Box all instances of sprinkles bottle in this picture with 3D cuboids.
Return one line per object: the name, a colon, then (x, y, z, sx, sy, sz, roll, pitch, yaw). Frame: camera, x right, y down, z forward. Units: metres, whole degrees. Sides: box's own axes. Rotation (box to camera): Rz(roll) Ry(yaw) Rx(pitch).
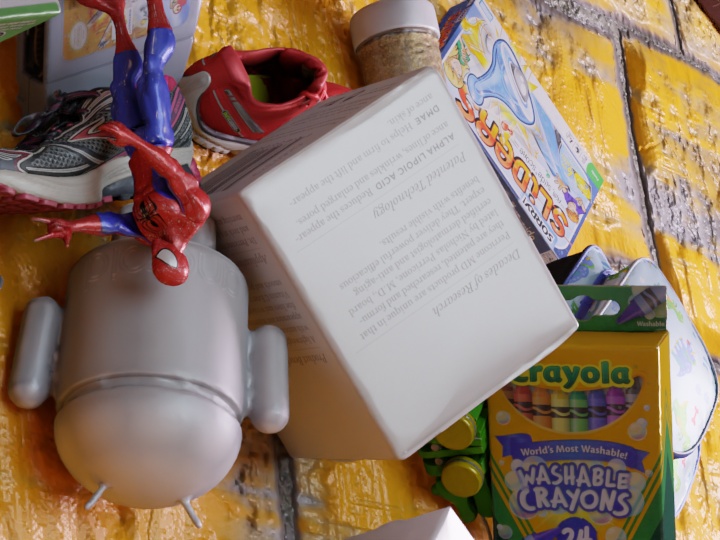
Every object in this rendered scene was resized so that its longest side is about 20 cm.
sprinkles bottle: (0.041, -0.107, 1.709, 0.068, 0.068, 0.200, 9, 65, -51)

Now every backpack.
backpack: (0.186, 0.101, 1.717, 0.200, 0.147, 0.183, 59, 38, -17)

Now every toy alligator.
toy alligator: (0.069, 0.141, 1.620, 0.059, 0.054, 0.200, -61, 147, -54)

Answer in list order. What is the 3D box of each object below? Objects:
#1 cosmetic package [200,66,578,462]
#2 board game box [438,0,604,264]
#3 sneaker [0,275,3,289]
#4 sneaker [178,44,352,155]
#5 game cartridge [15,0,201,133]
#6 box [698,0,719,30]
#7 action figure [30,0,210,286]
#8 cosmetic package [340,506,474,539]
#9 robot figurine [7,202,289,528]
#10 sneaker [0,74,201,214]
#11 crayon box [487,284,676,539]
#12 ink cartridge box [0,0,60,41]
cosmetic package: (0.000, 0.000, 1.464, 0.165, 0.165, 0.200, -35, 102, -24)
board game box: (0.119, -0.112, 1.842, 0.200, 0.034, 0.135, 54, 37, -19)
sneaker: (-0.246, -0.001, 1.229, 0.104, 0.060, 0.200, -5, 109, -34)
sneaker: (-0.047, -0.117, 1.574, 0.200, 0.085, 0.077, 2, 60, -53)
game cartridge: (-0.154, -0.192, 1.405, 0.133, 0.042, 0.200, -21, 131, -37)
box: (0.395, -0.375, 2.239, 0.200, 0.164, 0.166, 47, 40, -27)
action figure: (-0.146, -0.085, 1.310, 0.099, 0.065, 0.200, 3, 65, -44)
cosmetic package: (0.060, 0.266, 1.494, 0.200, 0.108, 0.085, 53, 38, -17)
robot figurine: (-0.127, 0.059, 1.355, 0.169, 0.113, 0.200, 4, 60, -7)
sneaker: (-0.181, -0.075, 1.373, 0.200, 0.081, 0.075, -15, 102, -55)
crayon box: (0.157, 0.112, 1.595, 0.052, 0.126, 0.200, -35, 124, -69)
ink cartridge box: (-0.284, -0.135, 1.180, 0.145, 0.200, 0.084, -18, 89, -55)
